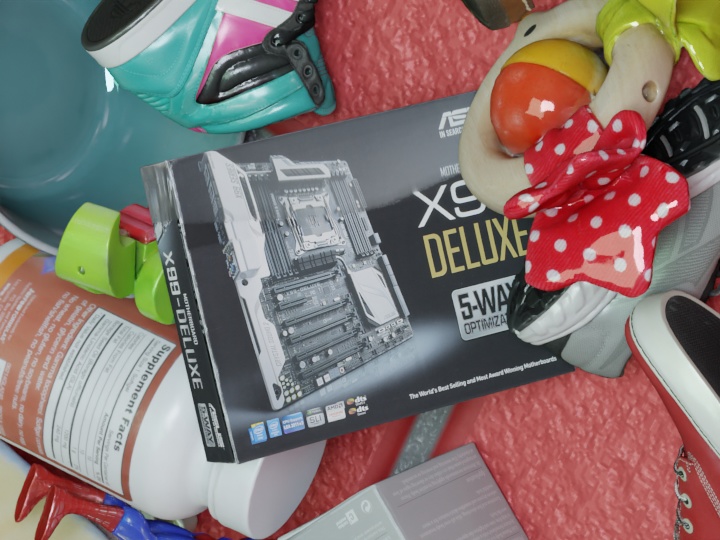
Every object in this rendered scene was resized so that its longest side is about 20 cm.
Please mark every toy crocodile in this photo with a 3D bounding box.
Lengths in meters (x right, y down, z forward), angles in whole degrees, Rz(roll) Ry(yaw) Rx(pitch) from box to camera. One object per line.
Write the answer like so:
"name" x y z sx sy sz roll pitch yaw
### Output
"toy crocodile" -0.091 -0.015 1.476 0.067 0.200 0.062 23 110 34

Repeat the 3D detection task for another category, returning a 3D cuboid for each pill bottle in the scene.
"pill bottle" -0.122 0.067 1.501 0.199 0.112 0.113 24 112 20

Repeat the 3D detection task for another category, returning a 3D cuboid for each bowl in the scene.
"bowl" -0.171 -0.105 1.532 0.105 0.200 0.202 1 100 52

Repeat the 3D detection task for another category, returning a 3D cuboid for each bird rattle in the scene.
"bird rattle" 0.114 -0.077 1.364 0.163 0.112 0.201 -7 61 56

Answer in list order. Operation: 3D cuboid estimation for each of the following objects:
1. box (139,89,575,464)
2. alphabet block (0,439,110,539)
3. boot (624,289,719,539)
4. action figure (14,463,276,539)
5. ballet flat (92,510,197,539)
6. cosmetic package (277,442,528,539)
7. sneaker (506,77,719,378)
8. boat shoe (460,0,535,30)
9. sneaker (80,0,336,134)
"box" 0.000 0.000 1.427 0.050 0.199 0.158 -6 96 67
"alphabet block" -0.280 0.209 1.603 0.195 0.200 0.197 39 145 22
"boot" 0.166 0.117 1.395 0.144 0.072 0.200 -33 97 35
"action figure" -0.095 0.160 1.535 0.065 0.199 0.052 21 93 64
"ballet flat" -0.108 0.120 1.597 0.069 0.069 0.200 50 117 15
"cosmetic package" 0.056 0.204 1.479 0.090 0.107 0.201 -33 79 34
"sneaker" 0.163 -0.026 1.396 0.079 0.074 0.200 35 113 -22
"boat shoe" 0.052 -0.214 1.391 0.074 0.076 0.200 -24 58 6
"sneaker" -0.040 -0.145 1.492 0.200 0.084 0.121 -40 119 1
